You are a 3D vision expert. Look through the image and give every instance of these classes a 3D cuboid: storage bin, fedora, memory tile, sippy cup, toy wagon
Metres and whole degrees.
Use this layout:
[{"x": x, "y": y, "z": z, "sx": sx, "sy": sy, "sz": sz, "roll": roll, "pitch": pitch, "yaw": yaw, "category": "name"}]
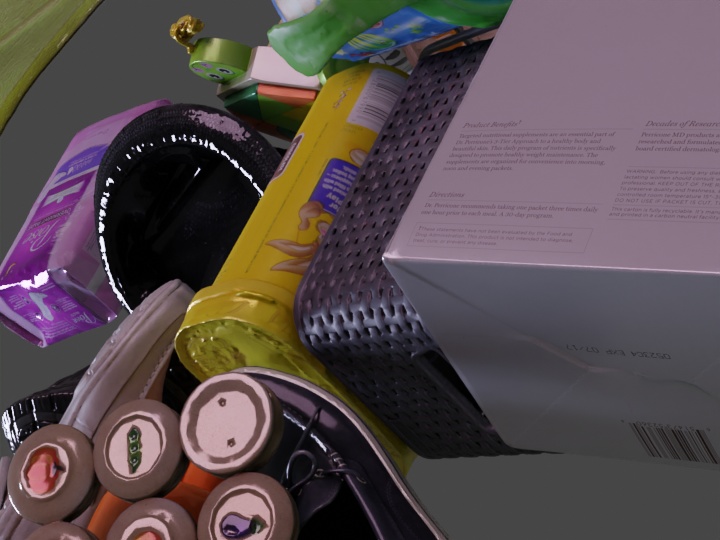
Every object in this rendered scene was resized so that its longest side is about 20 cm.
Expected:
[{"x": 0.070, "y": -0.014, "z": 0.836, "sx": 0.094, "sy": 0.135, "sz": 0.200, "roll": -9, "pitch": 45, "yaw": 47, "category": "storage bin"}, {"x": -0.085, "y": -0.031, "z": 1.074, "sx": 0.200, "sy": 0.201, "sz": 0.092, "roll": -16, "pitch": 10, "yaw": 41, "category": "fedora"}, {"x": -0.097, "y": 0.154, "z": 0.743, "sx": 0.153, "sy": 0.017, "sz": 0.201, "roll": -15, "pitch": 65, "yaw": 17, "category": "memory tile"}, {"x": 0.016, "y": -0.180, "z": 0.882, "sx": 0.177, "sy": 0.140, "sz": 0.130, "roll": -10, "pitch": -8, "yaw": -38, "category": "sippy cup"}, {"x": -0.031, "y": -0.110, "z": 1.024, "sx": 0.155, "sy": 0.200, "sz": 0.040, "roll": -9, "pitch": 66, "yaw": 65, "category": "toy wagon"}]

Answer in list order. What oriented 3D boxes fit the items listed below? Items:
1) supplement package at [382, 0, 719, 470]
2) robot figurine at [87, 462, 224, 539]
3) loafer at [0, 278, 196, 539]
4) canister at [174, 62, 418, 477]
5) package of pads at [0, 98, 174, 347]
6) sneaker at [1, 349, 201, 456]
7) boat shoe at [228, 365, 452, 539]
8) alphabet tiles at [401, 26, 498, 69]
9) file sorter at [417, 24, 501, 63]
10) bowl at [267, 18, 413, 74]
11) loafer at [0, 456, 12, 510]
[{"x": 0.153, "y": -0.033, "z": 0.706, "sx": 0.191, "sy": 0.147, "sz": 0.200, "roll": 4, "pitch": 53, "yaw": 36, "category": "supplement package"}, {"x": -0.105, "y": 0.188, "z": 0.824, "sx": 0.143, "sy": 0.117, "sz": 0.200, "roll": 12, "pitch": 56, "yaw": 17, "category": "robot figurine"}, {"x": -0.148, "y": 0.099, "z": 0.974, "sx": 0.200, "sy": 0.070, "sz": 0.070, "roll": -57, "pitch": 5, "yaw": 7, "category": "loafer"}, {"x": 0.000, "y": 0.000, "z": 0.901, "sx": 0.086, "sy": 0.149, "sz": 0.200, "roll": -15, "pitch": 38, "yaw": 44, "category": "canister"}, {"x": -0.215, "y": -0.041, "z": 1.306, "sx": 0.120, "sy": 0.076, "sz": 0.200, "roll": -19, "pitch": 38, "yaw": 43, "category": "package of pads"}, {"x": -0.142, "y": 0.078, "z": 1.062, "sx": 0.200, "sy": 0.076, "sz": 0.091, "roll": -12, "pitch": 16, "yaw": 28, "category": "sneaker"}, {"x": -0.018, "y": 0.116, "z": 0.769, "sx": 0.200, "sy": 0.062, "sz": 0.075, "roll": 46, "pitch": 120, "yaw": 32, "category": "boat shoe"}, {"x": 0.029, "y": -0.219, "z": 1.030, "sx": 0.195, "sy": 0.200, "sz": 0.015, "roll": -26, "pitch": -9, "yaw": -29, "category": "alphabet tiles"}, {"x": 0.139, "y": -0.167, "z": 0.959, "sx": 0.139, "sy": 0.125, "sz": 0.200, "roll": -14, "pitch": 41, "yaw": 42, "category": "file sorter"}, {"x": 0.030, "y": -0.199, "z": 1.154, "sx": 0.201, "sy": 0.094, "sz": 0.201, "roll": -47, "pitch": 17, "yaw": 18, "category": "bowl"}, {"x": -0.219, "y": 0.189, "z": 1.041, "sx": 0.200, "sy": 0.063, "sz": 0.072, "roll": -109, "pitch": 37, "yaw": -67, "category": "loafer"}]
